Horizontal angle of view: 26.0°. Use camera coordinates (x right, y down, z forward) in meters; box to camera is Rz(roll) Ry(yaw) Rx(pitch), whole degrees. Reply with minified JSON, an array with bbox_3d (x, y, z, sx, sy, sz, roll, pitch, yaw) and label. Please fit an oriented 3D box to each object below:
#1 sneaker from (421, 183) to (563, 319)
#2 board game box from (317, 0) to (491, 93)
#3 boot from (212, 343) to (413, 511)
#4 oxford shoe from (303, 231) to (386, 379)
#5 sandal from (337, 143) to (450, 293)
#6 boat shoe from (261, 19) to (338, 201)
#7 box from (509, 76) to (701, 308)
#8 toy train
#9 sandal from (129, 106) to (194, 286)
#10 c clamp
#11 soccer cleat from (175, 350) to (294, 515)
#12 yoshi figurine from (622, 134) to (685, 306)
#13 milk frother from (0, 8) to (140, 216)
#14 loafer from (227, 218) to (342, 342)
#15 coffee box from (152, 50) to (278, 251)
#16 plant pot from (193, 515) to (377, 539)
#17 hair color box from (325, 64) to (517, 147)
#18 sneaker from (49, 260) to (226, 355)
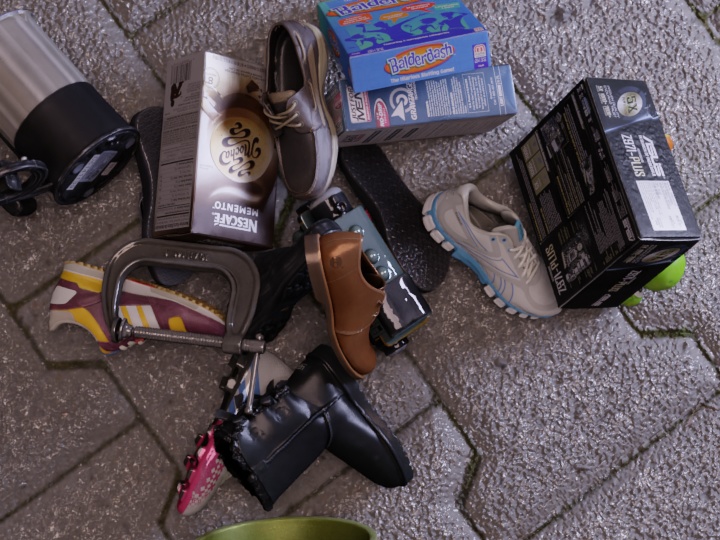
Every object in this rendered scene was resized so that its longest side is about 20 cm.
[{"bbox_3d":[0.162,-0.022,1.732,0.200,0.087,0.075,39,56,-14],"label":"sneaker"},{"bbox_3d":[0.044,-0.260,1.713,0.152,0.200,0.045,-12,117,-7],"label":"board game box"},{"bbox_3d":[-0.053,0.195,1.681,0.162,0.073,0.199,-40,105,-23],"label":"boot"},{"bbox_3d":[-0.003,0.040,1.624,0.071,0.200,0.071,-11,44,4],"label":"oxford shoe"},{"bbox_3d":[0.036,-0.060,1.765,0.075,0.045,0.200,-21,71,-32],"label":"sandal"},{"bbox_3d":[-0.076,-0.174,1.677,0.074,0.073,0.201,-14,76,31],"label":"boat shoe"},{"bbox_3d":[0.262,-0.082,1.693,0.086,0.164,0.201,-1,63,-30],"label":"box"},{"bbox_3d":[0.000,0.000,1.711,0.085,0.114,0.200,-30,88,-24],"label":"toy train"},{"bbox_3d":[-0.218,-0.081,1.741,0.076,0.043,0.201,-3,83,-34],"label":"sandal"},{"bbox_3d":[-0.188,0.047,1.649,0.199,0.027,0.171,12,74,12],"label":"c clamp"},{"bbox_3d":[-0.132,0.185,1.707,0.086,0.070,0.201,26,85,-12],"label":"soccer cleat"},{"bbox_3d":[0.328,-0.059,1.762,0.112,0.112,0.201,5,86,-11],"label":"yoshi figurine"},{"bbox_3d":[-0.369,-0.161,1.648,0.180,0.200,0.188,-44,78,1],"label":"milk frother"},{"bbox_3d":[-0.088,0.005,1.683,0.068,0.201,0.071,-13,62,-45],"label":"loafer"},{"bbox_3d":[-0.154,-0.126,1.709,0.113,0.080,0.201,10,80,-40],"label":"coffee box"},{"bbox_3d":[-0.076,0.377,1.644,0.199,0.200,0.191,-4,95,-6],"label":"plant pot"},{"bbox_3d":[0.063,-0.183,1.737,0.199,0.100,0.061,-7,84,-15],"label":"hair color box"},{"bbox_3d":[-0.242,0.057,1.714,0.199,0.075,0.090,18,88,4],"label":"sneaker"}]
